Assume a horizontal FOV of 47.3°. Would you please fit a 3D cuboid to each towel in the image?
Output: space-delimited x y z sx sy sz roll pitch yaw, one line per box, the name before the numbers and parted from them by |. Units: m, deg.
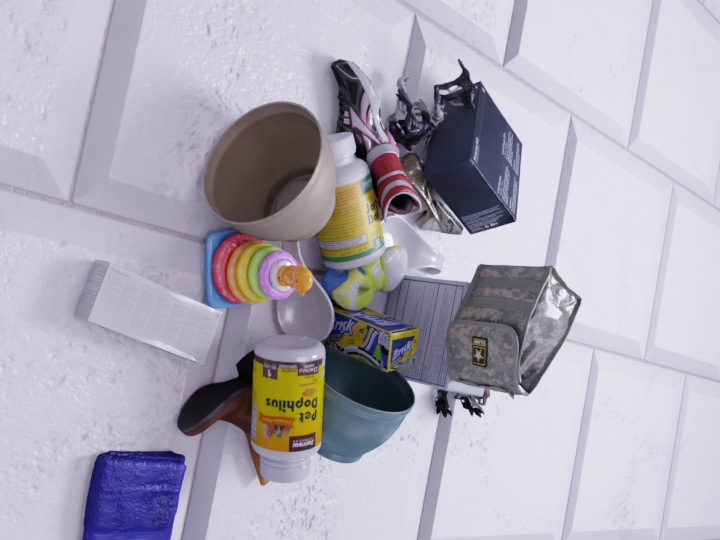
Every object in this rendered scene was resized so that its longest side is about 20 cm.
towel | -0.319 0.359 1.158 0.146 0.049 0.205 11 87 -45

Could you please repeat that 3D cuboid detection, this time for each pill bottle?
pill bottle | -0.030 -0.115 1.343 0.112 0.111 0.204 -28 113 -38
pill bottle | -0.109 0.206 1.230 0.108 0.108 0.205 -6 103 -43

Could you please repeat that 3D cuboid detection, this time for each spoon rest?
spoon rest | -0.096 0.018 1.308 0.061 0.097 0.205 -20 103 -72
spoon rest | 0.092 -0.035 1.509 0.198 0.060 0.102 20 81 -45

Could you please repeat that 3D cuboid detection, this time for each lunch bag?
lunch bag | 0.231 0.098 1.314 0.117 0.163 0.203 39 69 -31

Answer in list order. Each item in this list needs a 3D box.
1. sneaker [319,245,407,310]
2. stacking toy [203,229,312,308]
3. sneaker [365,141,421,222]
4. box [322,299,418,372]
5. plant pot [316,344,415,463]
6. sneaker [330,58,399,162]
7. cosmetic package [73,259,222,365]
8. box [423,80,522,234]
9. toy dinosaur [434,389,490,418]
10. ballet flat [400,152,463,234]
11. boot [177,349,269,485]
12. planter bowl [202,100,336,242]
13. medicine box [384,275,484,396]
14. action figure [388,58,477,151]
sneaker | 0.000 0.000 1.400 0.199 0.103 0.077 -30 127 -53
stacking toy | -0.133 0.003 1.195 0.108 0.198 0.119 -5 98 -43
sneaker | 0.059 -0.119 1.391 0.200 0.070 0.114 64 4 -67
box | 0.001 0.100 1.335 0.069 0.198 0.066 -6 108 -43
plant pot | -0.025 0.227 1.352 0.198 0.200 0.136 7 115 -44
sneaker | -0.008 -0.251 1.378 0.085 0.080 0.203 -29 105 -10
cosmetic package | -0.292 0.061 1.149 0.199 0.050 0.084 31 75 -42
box | 0.215 -0.209 1.541 0.182 0.102 0.203 46 44 -38
toy dinosaur | 0.200 0.217 1.645 0.199 0.101 0.138 36 54 -22
ballet flat | 0.118 -0.124 1.531 0.075 0.068 0.201 -41 121 -8
boot | -0.184 0.253 1.287 0.188 0.067 0.204 -44 130 -41
planter bowl | -0.116 -0.126 1.216 0.203 0.197 0.135 -66 147 -16
medicine box | 0.134 0.112 1.470 0.102 0.198 0.187 16 84 -39
action figure | 0.110 -0.288 1.472 0.198 0.103 0.119 -32 157 5
